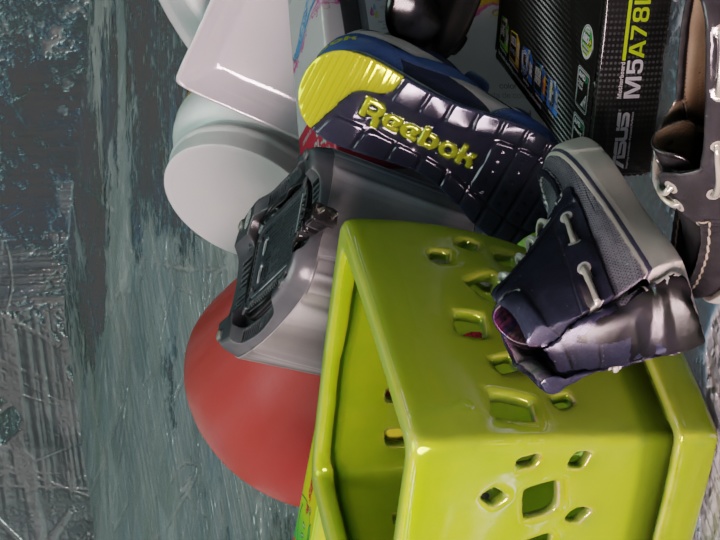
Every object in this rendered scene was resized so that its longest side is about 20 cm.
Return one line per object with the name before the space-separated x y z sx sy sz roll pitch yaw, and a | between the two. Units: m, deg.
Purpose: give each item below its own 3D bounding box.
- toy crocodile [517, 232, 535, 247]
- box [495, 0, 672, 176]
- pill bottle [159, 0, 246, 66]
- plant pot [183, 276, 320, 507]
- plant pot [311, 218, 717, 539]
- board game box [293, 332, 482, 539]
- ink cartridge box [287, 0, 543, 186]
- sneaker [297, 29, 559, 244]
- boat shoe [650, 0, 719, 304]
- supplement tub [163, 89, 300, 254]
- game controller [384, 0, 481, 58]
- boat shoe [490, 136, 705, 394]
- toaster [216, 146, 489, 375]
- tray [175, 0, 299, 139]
toy crocodile | 0.109 0.057 1.596 0.200 0.062 0.068 102 162 -47
box | 0.129 -0.180 1.515 0.200 0.047 0.193 -117 25 -60
pill bottle | -0.039 -0.224 1.862 0.116 0.200 0.116 52 169 15
plant pot | -0.004 0.044 1.844 0.177 0.200 0.201 124 143 -52
plant pot | 0.083 0.101 1.449 0.199 0.181 0.200 -108 21 -50
board game box | 0.022 0.117 1.595 0.048 0.101 0.200 -106 23 -58
ink cartridge box | 0.033 -0.148 1.710 0.086 0.147 0.200 133 133 -68
sneaker | 0.059 -0.083 1.564 0.074 0.200 0.082 -55 10 21
boat shoe | 0.173 -0.063 1.300 0.200 0.060 0.074 101 160 -45
supplement tub | -0.054 -0.121 1.961 0.145 0.144 0.200 106 -174 -53
game controller | 0.066 -0.225 1.598 0.104 0.042 0.200 33 -103 -61
boat shoe | 0.104 -0.005 1.381 0.200 0.093 0.075 -120 10 -65
toaster | 0.000 0.000 1.636 0.200 0.129 0.114 137 146 -62
tray | -0.015 -0.135 1.787 0.022 0.200 0.107 -82 16 -63
